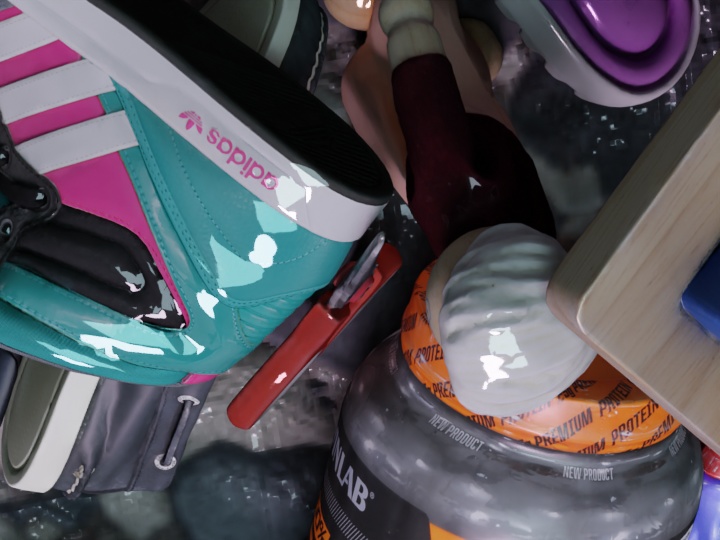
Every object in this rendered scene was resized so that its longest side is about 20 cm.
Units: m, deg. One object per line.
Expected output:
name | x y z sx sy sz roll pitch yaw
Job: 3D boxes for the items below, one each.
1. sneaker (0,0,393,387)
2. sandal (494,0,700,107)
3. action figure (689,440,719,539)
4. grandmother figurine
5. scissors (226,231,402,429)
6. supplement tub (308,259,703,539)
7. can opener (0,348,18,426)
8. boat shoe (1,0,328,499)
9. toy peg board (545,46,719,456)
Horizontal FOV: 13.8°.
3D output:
sneaker | -0.095 -0.036 0.868 0.200 0.083 0.121 40 109 19
sandal | 0.046 -0.129 0.879 0.202 0.050 0.083 41 64 -33
action figure | 0.145 0.082 1.026 0.098 0.065 0.201 7 120 -5
grandmother figurine | 0.032 -0.023 0.868 0.060 0.200 0.121 -34 119 12
scissors | 0.000 0.000 0.900 0.014 0.200 0.073 44 66 4
supplement tub | 0.041 0.101 0.987 0.122 0.123 0.201 7 118 -12
can opener | -0.209 0.019 0.948 0.199 0.079 0.063 27 151 -18
boat shoe | -0.047 -0.005 0.942 0.066 0.075 0.200 18 114 -23
toy peg board | 0.191 -0.007 0.795 0.199 0.098 0.200 39 86 -34
